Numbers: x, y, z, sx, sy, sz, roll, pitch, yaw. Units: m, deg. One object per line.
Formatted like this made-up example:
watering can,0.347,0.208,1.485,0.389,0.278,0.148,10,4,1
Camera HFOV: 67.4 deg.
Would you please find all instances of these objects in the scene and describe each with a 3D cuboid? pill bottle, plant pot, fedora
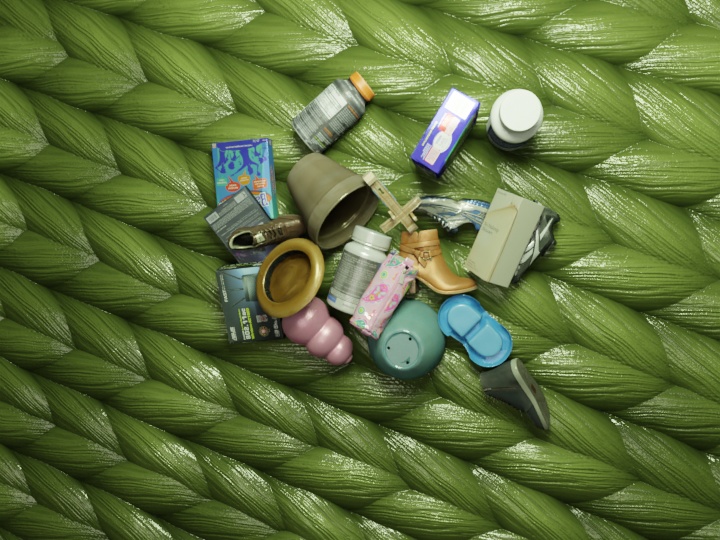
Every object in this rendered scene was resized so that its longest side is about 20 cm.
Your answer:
pill bottle,0.338,-0.331,1.183,0.110,0.200,0.113,1,96,9
plant pot,0.106,0.176,1.301,0.197,0.135,0.203,1,95,10
pill bottle,-0.061,-0.381,1.294,0.199,0.106,0.107,-39,88,10
plant pot,-0.081,-0.181,1.285,0.200,0.200,0.174,-47,71,10
fedora,-0.154,0.024,1.277,0.199,0.082,0.203,-10,69,28
pill bottle,0.000,0.000,1.313,0.113,0.114,0.202,21,99,7

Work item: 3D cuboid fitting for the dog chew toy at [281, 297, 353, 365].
dog chew toy,-0.100,0.157,1.346,0.200,0.125,0.125,43,100,-5

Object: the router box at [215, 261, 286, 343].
router box,-0.273,0.080,1.378,0.148,0.062,0.203,-6,103,11

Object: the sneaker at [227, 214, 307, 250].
sneaker,-0.227,-0.082,1.314,0.198,0.076,0.071,-13,110,12

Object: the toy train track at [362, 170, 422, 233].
toy train track,0.073,-0.148,1.225,0.114,0.033,0.200,-40,126,9

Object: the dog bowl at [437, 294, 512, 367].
dog bowl,0.275,0.140,1.306,0.200,0.050,0.112,43,103,-1

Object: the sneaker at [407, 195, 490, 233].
sneaker,0.207,-0.131,1.288,0.197,0.077,0.086,6,100,9

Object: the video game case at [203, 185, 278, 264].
video game case,-0.282,-0.093,1.367,0.142,0.019,0.201,-31,106,17

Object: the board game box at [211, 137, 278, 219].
board game box,-0.294,-0.227,1.377,0.150,0.045,0.203,-4,96,9

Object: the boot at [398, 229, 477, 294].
boot,0.185,-0.022,1.303,0.197,0.074,0.157,2,91,7

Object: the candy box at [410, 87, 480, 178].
candy box,0.190,-0.298,1.211,0.077,0.200,0.170,32,100,4

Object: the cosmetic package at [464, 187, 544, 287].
cosmetic package,0.327,-0.075,1.241,0.072,0.104,0.202,14,104,-25

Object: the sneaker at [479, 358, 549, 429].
sneaker,0.376,0.306,1.307,0.106,0.075,0.201,-25,104,32

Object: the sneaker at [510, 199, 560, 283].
sneaker,0.410,-0.056,1.263,0.090,0.066,0.202,18,100,0

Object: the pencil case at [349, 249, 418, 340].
pencil case,0.055,0.057,1.248,0.087,0.087,0.201,32,88,5
